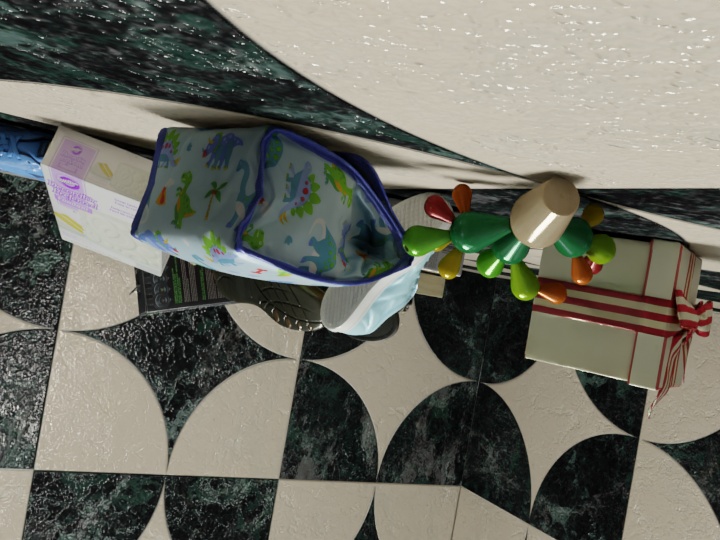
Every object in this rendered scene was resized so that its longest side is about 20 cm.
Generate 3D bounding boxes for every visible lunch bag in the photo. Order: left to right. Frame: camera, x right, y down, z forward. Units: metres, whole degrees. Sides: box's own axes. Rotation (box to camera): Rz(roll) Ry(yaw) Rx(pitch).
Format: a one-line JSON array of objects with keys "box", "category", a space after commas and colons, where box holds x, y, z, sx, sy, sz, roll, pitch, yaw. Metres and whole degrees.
[{"box": [-0.069, -0.048, 0.695, 0.168, 0.130, 0.198, 10, 170, 45], "category": "lunch bag"}]

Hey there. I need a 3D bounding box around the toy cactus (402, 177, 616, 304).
[{"box": [0.140, -0.038, 0.664, 0.195, 0.105, 0.165, 13, 161, -7], "category": "toy cactus"}]

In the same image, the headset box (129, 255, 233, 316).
[{"box": [-0.247, 0.010, 1.177, 0.195, 0.095, 0.174, -6, 178, -21], "category": "headset box"}]

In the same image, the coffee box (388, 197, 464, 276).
[{"box": [0.035, -0.050, 1.009, 0.195, 0.082, 0.113, 11, -179, 1], "category": "coffee box"}]

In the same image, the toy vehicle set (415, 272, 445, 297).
[{"box": [0.000, 0.000, 1.003, 0.197, 0.027, 0.123, 11, -179, -43], "category": "toy vehicle set"}]

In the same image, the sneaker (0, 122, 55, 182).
[{"box": [-0.434, -0.155, 0.979, 0.196, 0.068, 0.078, 10, 168, -33], "category": "sneaker"}]

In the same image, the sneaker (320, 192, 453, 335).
[{"box": [0.040, -0.004, 0.884, 0.081, 0.200, 0.075, 18, -145, -47], "category": "sneaker"}]

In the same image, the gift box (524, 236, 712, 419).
[{"box": [0.323, 0.063, 0.961, 0.183, 0.206, 0.183, 9, -176, 33], "category": "gift box"}]

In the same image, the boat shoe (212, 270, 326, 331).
[{"box": [-0.108, 0.014, 1.030, 0.197, 0.077, 0.073, 22, -142, 33], "category": "boat shoe"}]

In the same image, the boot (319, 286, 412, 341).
[{"box": [0.017, 0.043, 1.088, 0.197, 0.071, 0.172, 18, -170, 40], "category": "boot"}]

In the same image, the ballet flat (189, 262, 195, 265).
[{"box": [-0.189, -0.075, 0.930, 0.069, 0.072, 0.201, 10, 148, -18], "category": "ballet flat"}]

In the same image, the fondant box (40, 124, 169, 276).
[{"box": [-0.303, -0.078, 0.967, 0.141, 0.059, 0.201, 21, 153, -5], "category": "fondant box"}]
